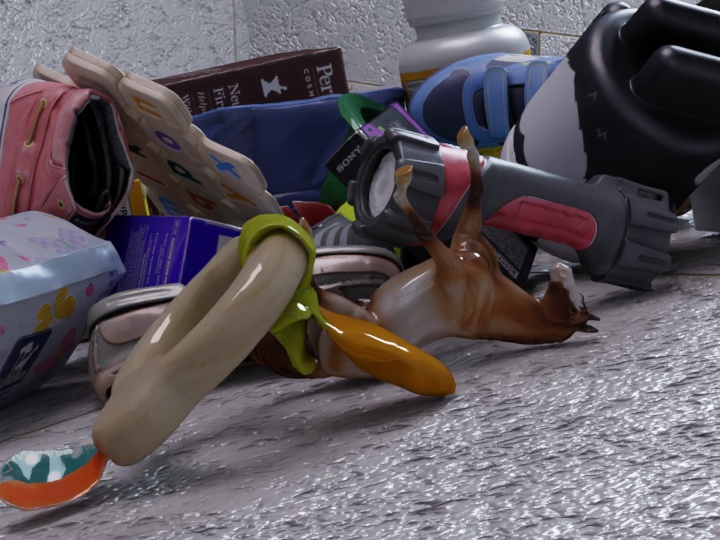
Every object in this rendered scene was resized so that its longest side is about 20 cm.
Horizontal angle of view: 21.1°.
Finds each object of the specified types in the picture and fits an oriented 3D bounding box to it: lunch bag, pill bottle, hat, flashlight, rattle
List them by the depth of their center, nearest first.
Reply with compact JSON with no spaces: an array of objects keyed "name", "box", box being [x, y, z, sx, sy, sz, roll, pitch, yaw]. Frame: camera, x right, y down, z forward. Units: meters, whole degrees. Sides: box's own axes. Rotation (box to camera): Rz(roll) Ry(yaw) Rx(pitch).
[{"name":"rattle","box":[-0.070,0.081,0.970,0.130,0.143,0.200,-1,47,49]},{"name":"flashlight","box":[0.092,-0.030,1.138,0.199,0.068,0.068,15,40,-26]},{"name":"lunch bag","box":[-0.266,0.036,1.197,0.199,0.128,0.169,-18,3,26]},{"name":"hat","box":[-0.007,-0.025,1.507,0.176,0.200,0.166,-51,-11,14]},{"name":"lunch bag","box":[-0.056,-0.073,1.595,0.199,0.133,0.136,-10,3,-22]},{"name":"pill bottle","box":[0.093,-0.140,1.608,0.112,0.201,0.113,-11,9,2]}]

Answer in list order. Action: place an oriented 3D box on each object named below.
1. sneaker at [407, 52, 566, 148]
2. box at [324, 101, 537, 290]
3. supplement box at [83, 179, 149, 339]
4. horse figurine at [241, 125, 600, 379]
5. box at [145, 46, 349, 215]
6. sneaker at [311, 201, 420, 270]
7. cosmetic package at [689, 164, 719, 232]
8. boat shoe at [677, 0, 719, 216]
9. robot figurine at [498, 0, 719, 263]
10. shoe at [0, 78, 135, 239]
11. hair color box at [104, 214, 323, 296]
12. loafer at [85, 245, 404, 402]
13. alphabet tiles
[{"name":"sneaker","box":[0.134,-0.132,1.480,0.199,0.074,0.082,-7,9,5]},{"name":"box","box":[0.050,-0.041,1.251,0.036,0.143,0.200,-45,1,12]},{"name":"supplement box","box":[-0.254,0.000,1.456,0.199,0.109,0.109,-12,8,-11]},{"name":"horse figurine","box":[0.017,0.011,1.068,0.199,0.133,0.050,-24,25,4]},{"name":"box","box":[-0.119,-0.105,1.772,0.199,0.167,0.164,-15,8,-19]},{"name":"sneaker","box":[0.000,0.000,1.314,0.081,0.074,0.200,-30,10,-8]},{"name":"cosmetic package","box":[0.307,-0.070,1.265,0.107,0.085,0.200,-16,11,-21]},{"name":"boat shoe","box":[0.247,-0.117,1.396,0.074,0.200,0.076,4,41,-34]},{"name":"robot figurine","box":[0.171,-0.091,1.271,0.150,0.125,0.200,-47,-4,-43]},{"name":"shoe","box":[-0.204,-0.026,1.282,0.071,0.201,0.091,-1,7,-43]},{"name":"hair color box","box":[-0.114,0.001,1.302,0.109,0.065,0.200,13,-6,-30]},{"name":"loafer","box":[-0.068,0.039,1.163,0.199,0.072,0.063,-11,50,6]},{"name":"alphabet tiles","box":[-0.130,-0.078,1.317,0.195,0.200,0.015,24,70,28]}]
